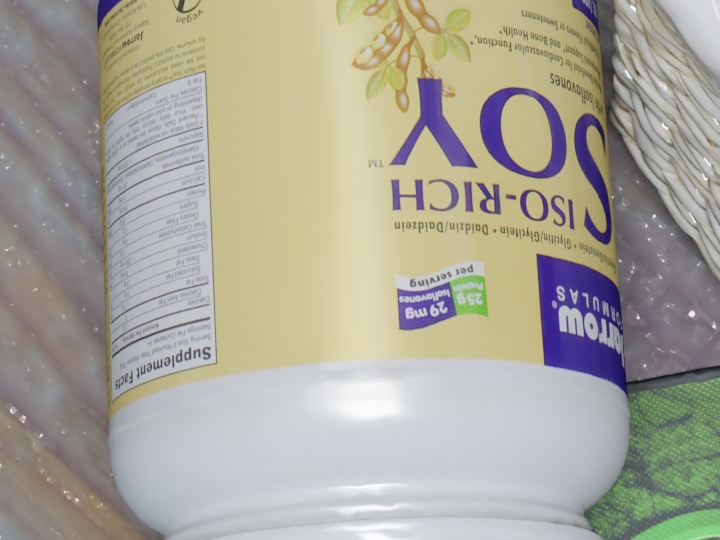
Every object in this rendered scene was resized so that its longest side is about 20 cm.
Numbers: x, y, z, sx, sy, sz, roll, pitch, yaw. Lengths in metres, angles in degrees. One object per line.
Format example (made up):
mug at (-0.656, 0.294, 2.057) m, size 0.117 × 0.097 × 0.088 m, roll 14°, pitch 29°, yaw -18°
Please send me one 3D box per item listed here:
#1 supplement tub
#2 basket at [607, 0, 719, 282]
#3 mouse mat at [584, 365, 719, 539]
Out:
supplement tub at (0.000, 0.000, 0.772) m, size 0.145 × 0.145 × 0.201 m, roll -4°, pitch 75°, yaw 3°
basket at (0.195, -0.049, 0.753) m, size 0.198 × 0.161 × 0.200 m, roll -33°, pitch 72°, yaw -9°
mouse mat at (0.139, 0.101, 0.808) m, size 0.199 × 0.008 × 0.162 m, roll -11°, pitch 75°, yaw 2°
